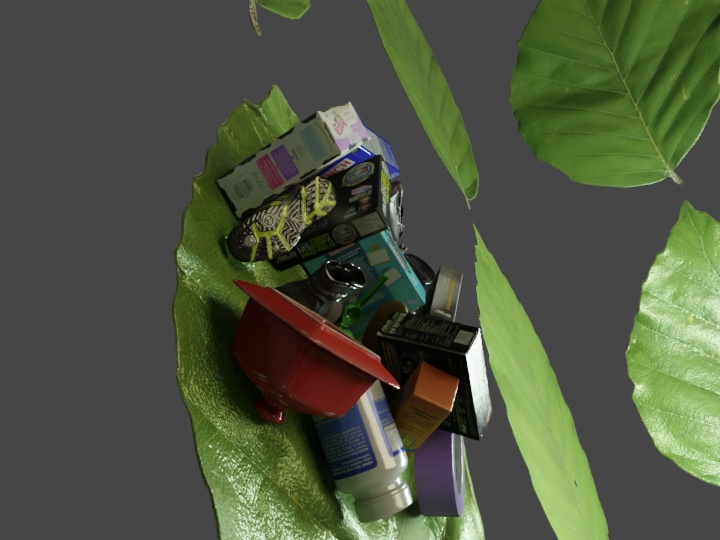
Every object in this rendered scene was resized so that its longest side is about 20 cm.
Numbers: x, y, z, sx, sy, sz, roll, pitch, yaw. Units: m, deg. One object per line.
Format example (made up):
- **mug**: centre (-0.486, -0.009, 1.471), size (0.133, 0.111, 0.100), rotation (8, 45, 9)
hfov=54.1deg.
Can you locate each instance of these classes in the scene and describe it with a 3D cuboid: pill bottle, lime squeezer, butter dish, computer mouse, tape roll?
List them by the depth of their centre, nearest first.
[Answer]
- **butter dish**: centre (-0.085, 0.128, 0.913), size (0.199, 0.149, 0.200), rotation (31, -3, 46)
- **pill bottle**: centre (0.002, 0.249, 1.014), size (0.112, 0.111, 0.202), rotation (1, 67, -66)
- **lime squeezer**: centre (-0.009, 0.101, 1.191), size (0.038, 0.070, 0.202), rotation (34, 73, -56)
- **tape roll**: centre (0.140, 0.322, 1.228), size (0.200, 0.065, 0.203), rotation (-4, 90, -77)
- **computer mouse**: centre (0.075, 0.010, 1.364), size (0.139, 0.053, 0.199), rotation (48, 24, 23)

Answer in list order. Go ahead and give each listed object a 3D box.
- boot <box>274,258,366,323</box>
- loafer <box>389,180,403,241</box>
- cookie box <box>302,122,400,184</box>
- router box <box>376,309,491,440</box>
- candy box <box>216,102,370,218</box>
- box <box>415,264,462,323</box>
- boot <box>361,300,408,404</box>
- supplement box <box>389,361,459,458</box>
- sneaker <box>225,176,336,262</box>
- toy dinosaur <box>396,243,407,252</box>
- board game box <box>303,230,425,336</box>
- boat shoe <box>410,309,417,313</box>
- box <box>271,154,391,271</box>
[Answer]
- **boot**: centre (-0.043, 0.037, 1.104), size (0.200, 0.131, 0.070), rotation (5, 61, -66)
- **loafer**: centre (0.058, -0.101, 1.271), size (0.072, 0.063, 0.200), rotation (59, -1, 19)
- **cookie box**: centre (-0.046, -0.191, 1.285), size (0.200, 0.170, 0.076), rotation (17, 48, -61)
- **router box**: centre (0.118, 0.164, 1.101), size (0.062, 0.149, 0.201), rotation (-53, 142, -40)
- **candy box**: centre (-0.099, -0.174, 1.098), size (0.072, 0.199, 0.168), rotation (58, 23, -7)
- **box**: centre (0.124, 0.113, 1.325), size (0.048, 0.201, 0.159), rotation (24, 35, -1)
- **boot**: centre (0.063, 0.164, 1.224), size (0.155, 0.072, 0.202), rotation (30, 69, -58)
- **supplement box**: centre (0.077, 0.224, 1.074), size (0.066, 0.201, 0.069), rotation (24, 49, -2)
- **sneaker**: centre (-0.121, -0.068, 1.060), size (0.199, 0.076, 0.076), rotation (-35, 101, -33)
- **toy dinosaur**: centre (0.036, -0.030, 1.426), size (0.201, 0.085, 0.136), rotation (63, 21, -18)
- **board game box**: centre (0.000, 0.000, 1.214), size (0.201, 0.150, 0.047), rotation (57, 19, -20)
- **boat shoe**: centre (0.082, 0.075, 1.452), size (0.201, 0.071, 0.067), rotation (-7, 100, -77)
- **box**: centre (-0.048, -0.094, 1.135), size (0.044, 0.198, 0.161), rotation (56, 23, -33)
